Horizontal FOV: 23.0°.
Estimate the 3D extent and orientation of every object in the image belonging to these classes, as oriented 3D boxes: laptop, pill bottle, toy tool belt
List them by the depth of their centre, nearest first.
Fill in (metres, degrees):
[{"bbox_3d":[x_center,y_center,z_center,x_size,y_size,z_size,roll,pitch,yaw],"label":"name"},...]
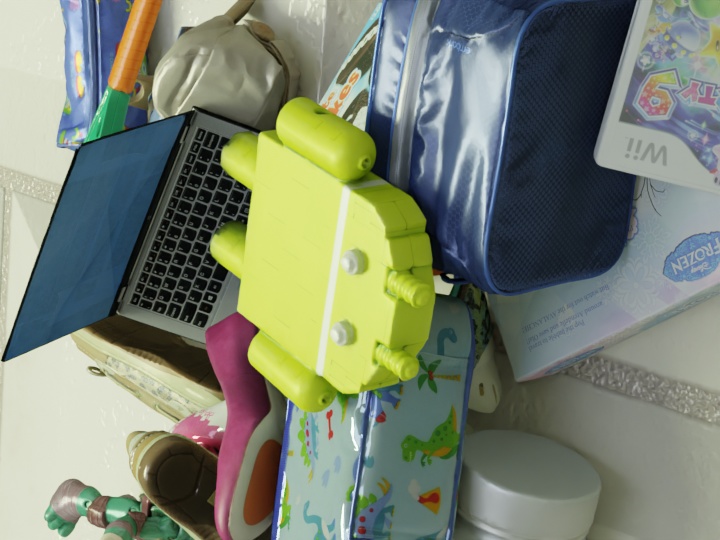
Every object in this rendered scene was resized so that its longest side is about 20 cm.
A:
[{"bbox_3d":[0.087,0.215,1.153,0.114,0.114,0.202,29,115,40],"label":"pill bottle"},{"bbox_3d":[-0.129,-0.006,1.270,0.116,0.198,0.188,-90,22,-58],"label":"laptop"},{"bbox_3d":[-0.123,-0.109,1.348,0.123,0.124,0.201,-91,26,-59],"label":"toy tool belt"}]

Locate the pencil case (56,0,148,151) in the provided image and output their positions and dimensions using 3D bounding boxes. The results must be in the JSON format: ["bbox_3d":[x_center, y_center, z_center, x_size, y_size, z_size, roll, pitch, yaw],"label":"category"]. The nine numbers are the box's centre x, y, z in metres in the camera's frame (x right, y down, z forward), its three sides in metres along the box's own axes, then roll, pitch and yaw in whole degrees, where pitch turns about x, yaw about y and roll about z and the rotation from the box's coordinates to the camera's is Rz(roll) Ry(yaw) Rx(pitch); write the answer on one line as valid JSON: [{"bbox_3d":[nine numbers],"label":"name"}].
[{"bbox_3d":[-0.210,-0.190,1.431,0.077,0.087,0.202,2,98,12],"label":"pencil case"}]

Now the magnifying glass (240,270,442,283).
[{"bbox_3d":[0.000,0.000,1.244,0.199,0.079,0.023,-8,67,36],"label":"magnifying glass"}]

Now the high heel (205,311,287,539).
[{"bbox_3d":[-0.089,0.110,1.239,0.095,0.201,0.068,-7,130,26],"label":"high heel"}]

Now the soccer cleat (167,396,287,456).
[{"bbox_3d":[-0.060,0.110,1.323,0.199,0.070,0.087,-9,52,38],"label":"soccer cleat"}]

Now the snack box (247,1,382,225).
[{"bbox_3d":[-0.004,-0.082,1.176,0.201,0.037,0.116,-60,25,-2],"label":"snack box"}]

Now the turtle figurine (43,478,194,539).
[{"bbox_3d":[-0.159,0.220,1.418,0.199,0.150,0.101,14,64,47],"label":"turtle figurine"}]

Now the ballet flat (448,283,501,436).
[{"bbox_3d":[0.059,0.091,1.209,0.074,0.074,0.201,48,129,31],"label":"ballet flat"}]

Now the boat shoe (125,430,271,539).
[{"bbox_3d":[-0.100,0.181,1.321,0.200,0.072,0.076,51,166,-29],"label":"boat shoe"}]

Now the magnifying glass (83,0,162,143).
[{"bbox_3d":[-0.186,-0.115,1.323,0.080,0.022,0.202,-139,65,-69],"label":"magnifying glass"}]

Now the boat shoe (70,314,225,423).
[{"bbox_3d":[-0.167,0.086,1.428,0.199,0.073,0.063,26,117,38],"label":"boat shoe"}]

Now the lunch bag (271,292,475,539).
[{"bbox_3d":[0.002,0.111,1.139,0.161,0.082,0.202,177,102,-68],"label":"lunch bag"}]

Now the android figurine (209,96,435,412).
[{"bbox_3d":[-0.023,-0.005,1.052,0.200,0.041,0.184,37,126,43],"label":"android figurine"}]

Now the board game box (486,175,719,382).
[{"bbox_3d":[0.145,-0.058,1.110,0.199,0.043,0.201,-30,72,43],"label":"board game box"}]

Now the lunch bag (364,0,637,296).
[{"bbox_3d":[0.080,-0.083,1.046,0.132,0.135,0.202,25,114,42],"label":"lunch bag"}]

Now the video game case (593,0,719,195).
[{"bbox_3d":[0.223,-0.138,0.972,0.142,0.018,0.202,13,110,-3],"label":"video game case"}]
